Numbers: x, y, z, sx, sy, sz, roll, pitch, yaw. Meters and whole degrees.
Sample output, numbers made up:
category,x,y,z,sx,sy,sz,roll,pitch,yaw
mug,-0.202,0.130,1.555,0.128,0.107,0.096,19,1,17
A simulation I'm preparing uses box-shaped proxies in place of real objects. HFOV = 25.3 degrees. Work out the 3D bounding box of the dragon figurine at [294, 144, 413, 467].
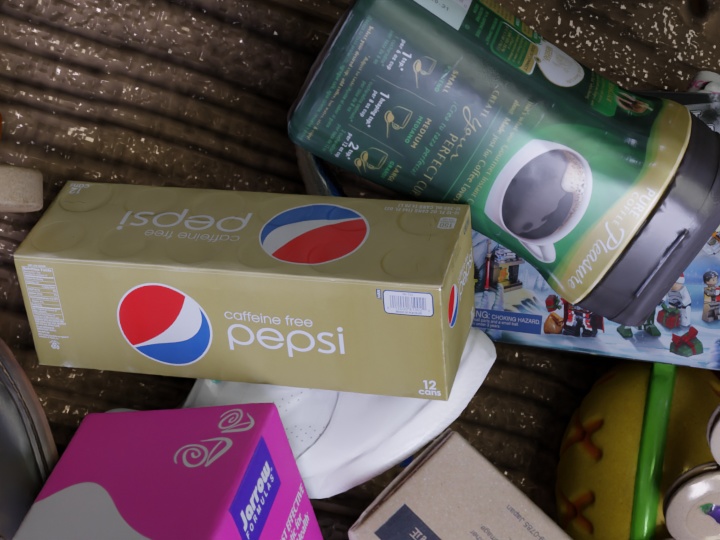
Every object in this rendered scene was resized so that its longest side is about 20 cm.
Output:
category,x,y,z,sx,sy,sz,roll,pitch,yaw
dragon figurine,0.000,0.000,0.831,0.099,0.059,0.201,3,92,-26

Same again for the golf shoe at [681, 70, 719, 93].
category,x,y,z,sx,sy,sz,roll,pitch,yaw
golf shoe,0.189,-0.063,0.918,0.200,0.073,0.092,-23,96,-34

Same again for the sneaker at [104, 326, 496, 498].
category,x,y,z,sx,sy,sz,roll,pitch,yaw
sneaker,-0.036,0.061,0.767,0.200,0.075,0.089,-27,102,15

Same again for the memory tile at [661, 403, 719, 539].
category,x,y,z,sx,sy,sz,roll,pitch,yaw
memory tile,0.230,0.105,0.793,0.153,0.017,0.200,10,122,-16

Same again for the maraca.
category,x,y,z,sx,sy,sz,roll,pitch,yaw
maraca,0.165,0.095,0.886,0.107,0.137,0.201,6,85,11

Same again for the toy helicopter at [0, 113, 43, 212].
category,x,y,z,sx,sy,sz,roll,pitch,yaw
toy helicopter,-0.232,-0.037,0.675,0.199,0.132,0.079,2,92,-26

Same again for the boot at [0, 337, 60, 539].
category,x,y,z,sx,sy,sz,roll,pitch,yaw
boot,-0.185,0.134,0.739,0.097,0.075,0.201,-14,101,-28

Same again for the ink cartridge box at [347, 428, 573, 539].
category,x,y,z,sx,sy,sz,roll,pitch,yaw
ink cartridge box,0.078,0.189,0.773,0.075,0.200,0.165,-42,66,-17

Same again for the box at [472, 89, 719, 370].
category,x,y,z,sx,sy,sz,roll,pitch,yaw
box,0.133,-0.024,0.826,0.040,0.199,0.137,8,88,-61

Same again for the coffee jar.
category,x,y,z,sx,sy,sz,roll,pitch,yaw
coffee jar,0.073,-0.060,0.744,0.200,0.085,0.104,31,120,-5

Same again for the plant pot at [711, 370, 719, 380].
category,x,y,z,sx,sy,sz,roll,pitch,yaw
plant pot,0.302,0.053,0.911,0.182,0.200,0.201,-11,97,-17

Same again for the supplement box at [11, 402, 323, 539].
category,x,y,z,sx,sy,sz,roll,pitch,yaw
supplement box,-0.070,0.170,0.734,0.101,0.103,0.200,-67,145,-53

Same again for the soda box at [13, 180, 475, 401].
category,x,y,z,sx,sy,sz,roll,pitch,yaw
soda box,-0.051,0.007,0.733,0.068,0.199,0.064,-67,157,-52
